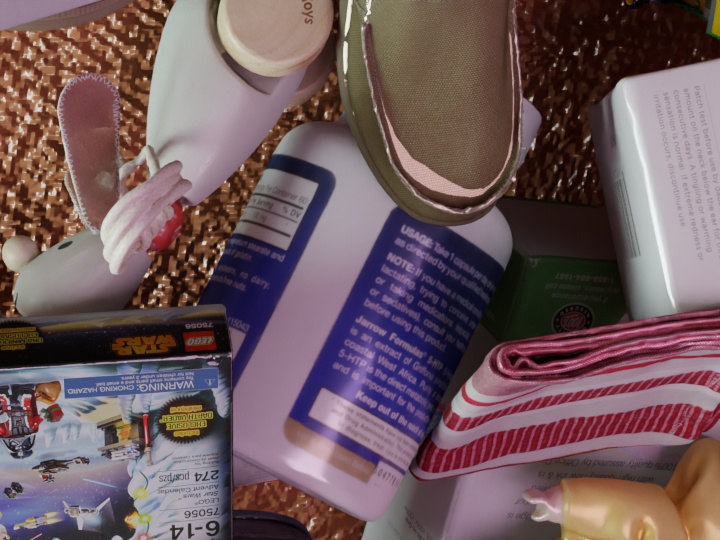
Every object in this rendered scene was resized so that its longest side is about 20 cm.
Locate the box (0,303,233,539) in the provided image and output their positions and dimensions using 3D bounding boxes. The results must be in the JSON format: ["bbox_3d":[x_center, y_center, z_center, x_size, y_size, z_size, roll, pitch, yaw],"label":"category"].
[{"bbox_3d":[-0.153,0.086,1.211,0.198,0.040,0.138,-4,126,-7],"label":"box"}]

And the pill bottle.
[{"bbox_3d":[0.000,0.000,1.304,0.119,0.119,0.201,31,84,-35],"label":"pill bottle"}]

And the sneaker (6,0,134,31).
[{"bbox_3d":[-0.155,-0.144,1.170,0.199,0.071,0.076,-11,146,-32],"label":"sneaker"}]

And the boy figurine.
[{"bbox_3d":[0.114,0.142,1.380,0.199,0.064,0.125,-32,125,-7],"label":"boy figurine"}]

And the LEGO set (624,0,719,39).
[{"bbox_3d":[0.202,-0.185,1.306,0.199,0.154,0.117,-8,119,-27],"label":"LEGO set"}]

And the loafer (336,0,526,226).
[{"bbox_3d":[0.028,-0.111,1.202,0.076,0.067,0.201,-15,107,-12],"label":"loafer"}]

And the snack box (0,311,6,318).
[{"bbox_3d":[-0.152,0.112,1.302,0.116,0.037,0.200,-42,127,0],"label":"snack box"}]

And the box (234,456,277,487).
[{"bbox_3d":[-0.103,0.084,1.360,0.199,0.039,0.042,-10,119,-22],"label":"box"}]

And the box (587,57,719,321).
[{"bbox_3d":[0.214,-0.048,1.280,0.199,0.152,0.107,-12,88,-3],"label":"box"}]

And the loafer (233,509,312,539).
[{"bbox_3d":[-0.104,0.159,1.289,0.199,0.063,0.072,-8,122,-23],"label":"loafer"}]

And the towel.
[{"bbox_3d":[0.105,0.058,1.274,0.143,0.023,0.200,-8,164,-12],"label":"towel"}]

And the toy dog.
[{"bbox_3d":[-0.093,-0.071,1.245,0.200,0.096,0.132,-48,173,-31],"label":"toy dog"}]

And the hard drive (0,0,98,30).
[{"bbox_3d":[-0.175,-0.187,1.104,0.131,0.027,0.201,-19,106,-25],"label":"hard drive"}]

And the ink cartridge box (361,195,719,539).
[{"bbox_3d":[0.101,0.072,1.428,0.144,0.088,0.201,4,112,-27],"label":"ink cartridge box"}]
